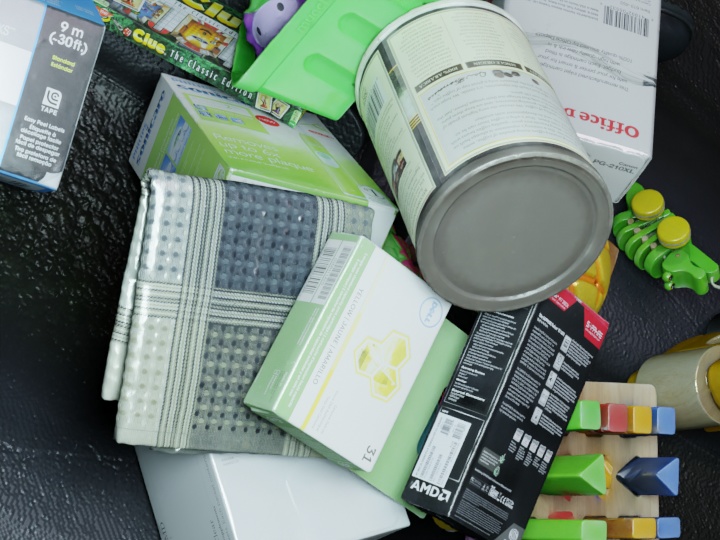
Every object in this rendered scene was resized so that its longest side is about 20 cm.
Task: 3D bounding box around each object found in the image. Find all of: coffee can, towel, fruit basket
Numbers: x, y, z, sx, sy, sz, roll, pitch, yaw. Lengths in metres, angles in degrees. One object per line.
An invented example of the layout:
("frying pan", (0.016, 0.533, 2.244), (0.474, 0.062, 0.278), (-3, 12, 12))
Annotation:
("coffee can", (0.088, -0.089, 1.576), (0.146, 0.147, 0.200), (14, 35, -27))
("towel", (-0.087, 0.037, 1.529), (0.192, 0.035, 0.201), (8, 91, -31))
("fruit basket", (-0.047, -0.249, 1.643), (0.215, 0.216, 0.156), (32, 26, -17))

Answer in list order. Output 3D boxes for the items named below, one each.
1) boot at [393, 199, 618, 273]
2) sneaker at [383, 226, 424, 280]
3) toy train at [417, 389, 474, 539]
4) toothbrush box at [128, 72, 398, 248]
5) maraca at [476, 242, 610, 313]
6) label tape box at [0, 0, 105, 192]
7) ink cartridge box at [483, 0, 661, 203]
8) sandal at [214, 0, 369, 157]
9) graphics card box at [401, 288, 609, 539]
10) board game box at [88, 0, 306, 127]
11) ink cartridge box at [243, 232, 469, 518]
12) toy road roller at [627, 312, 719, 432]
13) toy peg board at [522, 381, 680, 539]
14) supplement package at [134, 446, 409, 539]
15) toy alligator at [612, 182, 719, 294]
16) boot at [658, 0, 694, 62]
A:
("boot", (0.124, -0.018, 1.855), (0.200, 0.068, 0.188), (48, 46, -16))
("sneaker", (0.000, 0.000, 1.703), (0.084, 0.200, 0.077), (-33, 115, 4))
("toy train", (0.085, 0.144, 1.745), (0.200, 0.056, 0.150), (44, 59, -28))
("toothbrush box", (-0.079, -0.066, 1.649), (0.145, 0.200, 0.086), (13, 109, -26))
("maraca", (0.146, 0.008, 1.751), (0.137, 0.107, 0.200), (39, 43, -19))
("label tape box", (-0.277, -0.175, 1.609), (0.143, 0.066, 0.200), (18, 86, -25))
("ink cartridge box", (0.179, -0.174, 1.839), (0.144, 0.084, 0.200), (15, 57, -10))
("sandal", (-0.064, -0.179, 1.792), (0.201, 0.075, 0.048), (57, 24, -10))
("graphics card box", (0.113, 0.107, 1.619), (0.125, 0.051, 0.200), (35, 74, -56))
("board game box", (-0.123, -0.189, 1.717), (0.200, 0.023, 0.105), (28, 29, 1))
("ink cartridge box", (0.024, 0.083, 1.558), (0.200, 0.048, 0.146), (36, 74, -33))
("toy road roller", (0.352, 0.118, 1.895), (0.200, 0.123, 0.146), (-25, 96, -37))
("toy peg board", (0.201, 0.190, 1.739), (0.199, 0.098, 0.201), (5, 82, -40))
("supplement package", (-0.080, 0.130, 1.621), (0.155, 0.111, 0.200), (-10, 77, -35))
("toy alligator", (0.280, -0.009, 1.907), (0.054, 0.059, 0.200), (-31, 51, -8))
("boot", (0.221, -0.174, 1.952), (0.200, 0.076, 0.169), (9, 63, -21))
